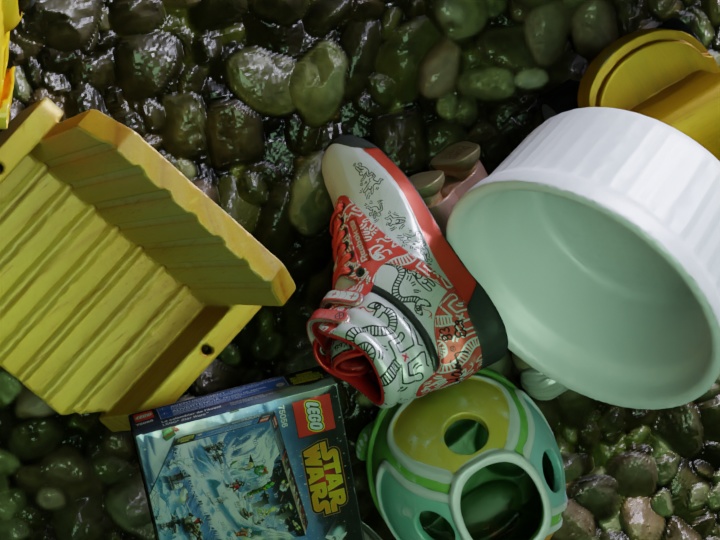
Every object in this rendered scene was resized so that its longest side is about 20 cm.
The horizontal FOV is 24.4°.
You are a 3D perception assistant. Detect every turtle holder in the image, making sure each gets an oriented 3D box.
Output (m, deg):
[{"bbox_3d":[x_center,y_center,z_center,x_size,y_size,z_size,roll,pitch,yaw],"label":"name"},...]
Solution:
[{"bbox_3d":[0.079,0.129,1.173,0.141,0.132,0.186,-1,101,-13],"label":"turtle holder"}]

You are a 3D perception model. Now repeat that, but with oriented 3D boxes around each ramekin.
[{"bbox_3d":[0.165,-0.012,1.091,0.200,0.200,0.098,49,59,-17],"label":"ramekin"}]

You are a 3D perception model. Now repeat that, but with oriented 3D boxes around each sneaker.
[{"bbox_3d":[0.000,0.000,1.104,0.108,0.067,0.201,-26,64,-21],"label":"sneaker"}]

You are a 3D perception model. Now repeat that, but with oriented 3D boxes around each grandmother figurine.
[{"bbox_3d":[0.104,0.006,1.196,0.121,0.061,0.200,-34,109,-14],"label":"grandmother figurine"}]

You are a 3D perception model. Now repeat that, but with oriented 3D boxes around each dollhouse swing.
[{"bbox_3d":[-0.170,0.009,1.065,0.200,0.176,0.182,43,88,-19],"label":"dollhouse swing"}]

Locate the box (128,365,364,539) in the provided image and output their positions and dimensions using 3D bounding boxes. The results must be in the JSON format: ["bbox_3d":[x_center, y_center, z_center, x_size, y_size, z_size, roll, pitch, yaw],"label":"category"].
[{"bbox_3d":[-0.069,0.175,1.121,0.137,0.040,0.200,-13,111,-11],"label":"box"}]

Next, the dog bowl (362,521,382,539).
[{"bbox_3d":[-0.065,0.252,1.200,0.200,0.059,0.200,-3,101,-13],"label":"dog bowl"}]

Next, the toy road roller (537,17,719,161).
[{"bbox_3d":[0.224,-0.072,1.162,0.123,0.146,0.200,-31,106,-6],"label":"toy road roller"}]

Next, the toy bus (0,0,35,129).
[{"bbox_3d":[-0.259,-0.142,1.009,0.136,0.200,0.192,-3,111,-8],"label":"toy bus"}]
